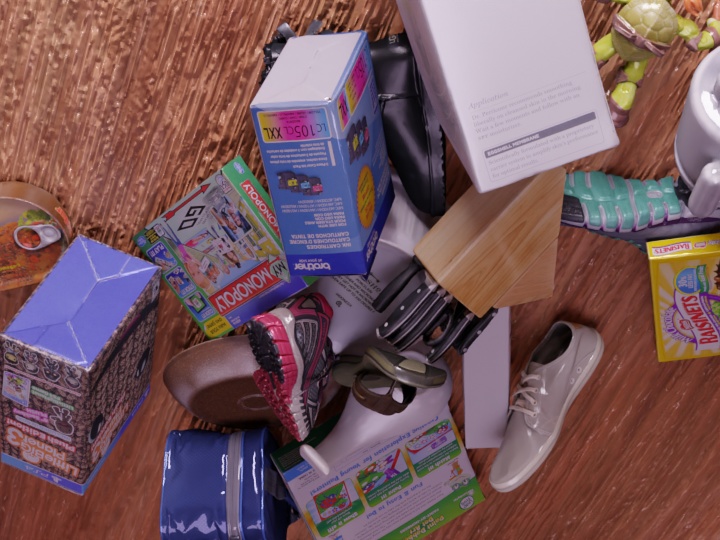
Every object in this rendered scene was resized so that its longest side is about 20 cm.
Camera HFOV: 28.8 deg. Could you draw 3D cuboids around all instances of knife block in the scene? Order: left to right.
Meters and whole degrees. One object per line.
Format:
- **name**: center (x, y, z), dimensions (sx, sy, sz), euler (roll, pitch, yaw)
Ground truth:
- **knife block**: center (0.092, -0.016, 1.291), dimensions (0.175, 0.064, 0.201), euler (-11, 124, -19)

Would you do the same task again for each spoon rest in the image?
- **spoon rest**: center (0.014, 0.144, 1.463), dimensions (0.099, 0.200, 0.061), euler (47, 152, 9)

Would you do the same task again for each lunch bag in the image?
- **lunch bag**: center (-0.136, 0.261, 1.567), dimensions (0.131, 0.137, 0.200), euler (-2, 156, 7)

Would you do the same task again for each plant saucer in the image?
- **plant saucer**: center (-0.110, 0.126, 1.492), dimensions (0.199, 0.037, 0.201), euler (-4, 153, -2)

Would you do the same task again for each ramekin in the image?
- **ramekin**: center (0.000, 0.000, 1.393), dimensions (0.201, 0.094, 0.203), euler (2, 129, 3)

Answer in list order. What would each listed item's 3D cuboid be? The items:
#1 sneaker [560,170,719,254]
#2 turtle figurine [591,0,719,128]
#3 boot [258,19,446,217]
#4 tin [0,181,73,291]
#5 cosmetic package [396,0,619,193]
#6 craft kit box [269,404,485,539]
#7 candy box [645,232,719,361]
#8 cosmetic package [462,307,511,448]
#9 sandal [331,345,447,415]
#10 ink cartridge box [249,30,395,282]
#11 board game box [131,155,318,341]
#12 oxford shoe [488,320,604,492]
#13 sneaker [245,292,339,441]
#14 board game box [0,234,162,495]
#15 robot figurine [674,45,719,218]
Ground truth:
- **sneaker**: center (0.260, -0.043, 1.357), dimensions (0.199, 0.075, 0.088), euler (1, 134, 2)
- **turtle figurine**: center (0.251, -0.202, 1.231), dimensions (0.199, 0.065, 0.162), euler (22, 127, -13)
- **boot**: center (-0.004, -0.136, 1.299), dimensions (0.161, 0.074, 0.199), euler (-5, 121, 5)
- **tin**: center (-0.390, -0.030, 1.433), dimensions (0.199, 0.042, 0.112), euler (-12, 131, 12)
- **cosmetic package**: center (0.102, -0.201, 1.124), dimensions (0.122, 0.200, 0.201), euler (-19, 115, 1)
- **craft kit box**: center (0.024, 0.229, 1.555), dimensions (0.199, 0.049, 0.198), euler (-29, 124, -10)
- **candy box**: center (0.342, 0.028, 1.402), dimensions (0.102, 0.027, 0.200), euler (-6, 146, 12)
- **cosmetic package**: center (0.131, 0.087, 1.462), dimensions (0.050, 0.083, 0.201), euler (0, 130, 5)
- **sandal**: center (0.024, 0.111, 1.341), dimensions (0.079, 0.058, 0.201), euler (18, 168, -13)
- **ink cartridge box**: center (-0.025, -0.087, 1.213), dimensions (0.076, 0.137, 0.201), euler (0, 124, 15)
- **board game box**: center (-0.131, -0.016, 1.353), dimensions (0.135, 0.029, 0.200), euler (54, 143, -5)
- **oxford shoe**: center (0.181, 0.135, 1.449), dimensions (0.058, 0.201, 0.075), euler (38, 165, -25)
- **sneaker**: center (-0.057, 0.098, 1.363), dimensions (0.074, 0.081, 0.200), euler (-31, 153, -19)
- **board game box**: center (-0.285, 0.097, 1.426), dimensions (0.096, 0.160, 0.201), euler (21, 135, 7)
- **robot figurine**: center (0.337, -0.125, 1.230), dimensions (0.113, 0.170, 0.200), euler (33, 165, 16)
